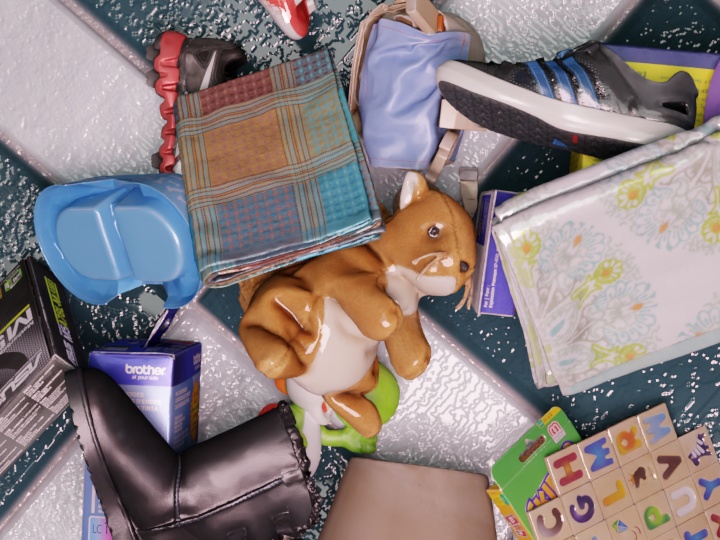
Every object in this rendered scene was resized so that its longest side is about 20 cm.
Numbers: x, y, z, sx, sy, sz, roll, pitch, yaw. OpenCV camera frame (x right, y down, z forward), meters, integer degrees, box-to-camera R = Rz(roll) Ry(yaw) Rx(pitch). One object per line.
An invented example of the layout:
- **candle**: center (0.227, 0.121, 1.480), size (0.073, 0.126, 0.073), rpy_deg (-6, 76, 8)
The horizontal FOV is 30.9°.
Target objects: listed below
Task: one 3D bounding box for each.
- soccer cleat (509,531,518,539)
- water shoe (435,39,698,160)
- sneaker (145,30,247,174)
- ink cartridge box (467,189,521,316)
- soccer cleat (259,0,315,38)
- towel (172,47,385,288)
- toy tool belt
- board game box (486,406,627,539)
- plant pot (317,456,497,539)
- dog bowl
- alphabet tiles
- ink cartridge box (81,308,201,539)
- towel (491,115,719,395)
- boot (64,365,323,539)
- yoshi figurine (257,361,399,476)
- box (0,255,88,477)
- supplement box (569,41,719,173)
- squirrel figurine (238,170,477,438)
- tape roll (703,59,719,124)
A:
- **soccer cleat**: center (0.149, 0.247, 1.116), size (0.069, 0.085, 0.200), rpy_deg (12, 72, -27)
- **water shoe**: center (0.159, -0.139, 1.004), size (0.200, 0.072, 0.079), rpy_deg (18, 77, 5)
- **sneaker**: center (-0.129, -0.109, 1.127), size (0.098, 0.071, 0.201), rpy_deg (-3, 90, 8)
- **ink cartridge box**: center (0.109, -0.016, 1.043), size (0.037, 0.200, 0.095), rpy_deg (8, 93, 4)
- **soccer cleat**: center (-0.107, -0.281, 1.119), size (0.085, 0.069, 0.200), rpy_deg (-27, 86, 14)
- **towel**: center (-0.071, -0.085, 1.022), size (0.146, 0.022, 0.200), rpy_deg (-17, 53, 4)
- **toy tool belt**: center (0.046, -0.128, 1.083), size (0.125, 0.123, 0.200), rpy_deg (3, 92, 10)
- **board game box**: center (0.182, 0.219, 1.076), size (0.096, 0.030, 0.200), rpy_deg (-38, 101, -32)
- **plant pot**: center (0.037, 0.247, 1.069), size (0.200, 0.200, 0.174), rpy_deg (7, 82, 5)
- **dog bowl**: center (-0.192, -0.030, 1.099), size (0.200, 0.050, 0.112), rpy_deg (1, 115, 40)
- **alphabet tiles**: center (0.232, 0.210, 1.081), size (0.200, 0.006, 0.167), rpy_deg (-19, 90, -28)
- **ink cartridge box**: center (-0.183, 0.131, 1.106), size (0.076, 0.136, 0.200), rpy_deg (1, 92, 2)
- **towel**: center (0.205, -0.005, 0.961), size (0.200, 0.048, 0.171), rpy_deg (-21, 124, 0)
- **boot**: center (-0.125, 0.144, 1.007), size (0.162, 0.073, 0.199), rpy_deg (-19, 102, -7)
- **yoshi figurine**: center (-0.036, 0.144, 1.115), size (0.112, 0.112, 0.200), rpy_deg (29, 92, -12)
- **box**: center (-0.320, 0.105, 1.097), size (0.200, 0.193, 0.048), rpy_deg (-45, 120, 6)
- **supplement box**: center (0.230, -0.078, 1.076), size (0.109, 0.110, 0.200), rpy_deg (7, 92, 5)
- **squirrel figurine**: center (0.000, 0.000, 1.038), size (0.187, 0.200, 0.141), rpy_deg (-47, 125, 7)
- **tape roll**: center (0.357, -0.099, 1.027), size (0.200, 0.066, 0.201), rpy_deg (3, 85, -38)
